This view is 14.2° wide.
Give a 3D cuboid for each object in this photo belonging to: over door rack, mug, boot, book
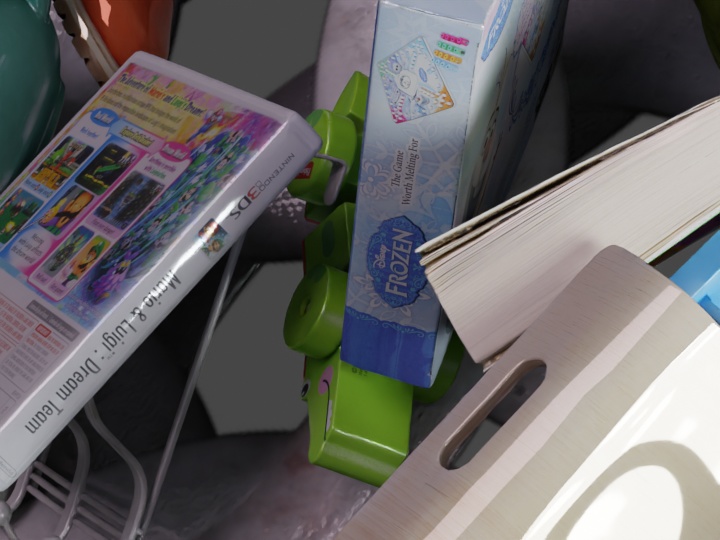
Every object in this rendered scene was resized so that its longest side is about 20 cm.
[{"bbox_3d":[-0.103,0.022,1.202,0.200,0.067,0.148,-62,26,-4],"label":"over door rack"},{"bbox_3d":[-0.195,-0.078,1.295,0.185,0.114,0.152,-47,22,47],"label":"mug"},{"bbox_3d":[-0.094,-0.171,1.368,0.107,0.075,0.200,-16,53,16],"label":"boot"},{"bbox_3d":[0.103,-0.018,1.072,0.133,0.200,0.048,-30,84,8],"label":"book"}]

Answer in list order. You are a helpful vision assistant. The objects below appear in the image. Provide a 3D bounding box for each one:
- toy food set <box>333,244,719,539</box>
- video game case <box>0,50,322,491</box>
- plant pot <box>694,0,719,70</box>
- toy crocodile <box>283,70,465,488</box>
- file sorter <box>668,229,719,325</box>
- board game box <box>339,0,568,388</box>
[{"bbox_3d":[0.103,0.111,0.985,0.144,0.200,0.060,-46,20,-7],"label":"toy food set"},{"bbox_3d":[-0.115,-0.007,1.174,0.182,0.024,0.200,-47,23,-7],"label":"video game case"},{"bbox_3d":[0.191,-0.182,1.117,0.200,0.193,0.201,-15,54,22],"label":"plant pot"},{"bbox_3d":[0.000,0.000,1.202,0.062,0.067,0.200,-43,38,47],"label":"toy crocodile"},{"bbox_3d":[0.234,0.001,1.011,0.200,0.139,0.123,-44,51,0],"label":"file sorter"},{"bbox_3d":[0.046,-0.093,1.118,0.043,0.199,0.200,16,50,8],"label":"board game box"}]
